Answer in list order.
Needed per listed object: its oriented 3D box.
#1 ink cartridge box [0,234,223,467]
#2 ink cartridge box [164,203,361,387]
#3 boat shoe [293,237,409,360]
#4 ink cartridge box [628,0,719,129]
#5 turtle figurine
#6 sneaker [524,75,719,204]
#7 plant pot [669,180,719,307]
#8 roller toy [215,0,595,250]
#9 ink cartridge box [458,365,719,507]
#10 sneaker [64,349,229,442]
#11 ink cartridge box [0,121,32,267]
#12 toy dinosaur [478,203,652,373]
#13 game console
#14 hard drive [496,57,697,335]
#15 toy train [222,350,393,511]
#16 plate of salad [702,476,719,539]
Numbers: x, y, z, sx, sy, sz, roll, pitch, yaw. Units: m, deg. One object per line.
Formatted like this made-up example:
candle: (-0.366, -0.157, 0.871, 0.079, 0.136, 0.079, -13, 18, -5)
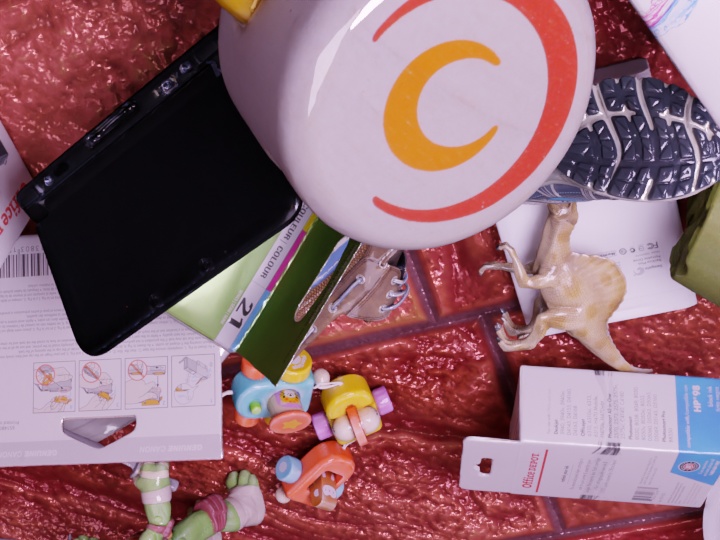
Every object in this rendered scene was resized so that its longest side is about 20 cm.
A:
ink cartridge box: (-0.195, 0.059, 0.938, 0.198, 0.045, 0.178, -3, 84, 10)
ink cartridge box: (-0.073, -0.024, 0.804, 0.075, 0.200, 0.149, 33, 86, -21)
boat shoe: (0.000, 0.000, 0.906, 0.199, 0.072, 0.073, -33, 99, 23)
ink cartridge box: (0.181, -0.202, 0.710, 0.084, 0.145, 0.200, -34, 114, 20)
turtle figurine: (-0.189, 0.203, 1.034, 0.199, 0.193, 0.145, 28, 107, 30)
sneaker: (0.147, -0.080, 0.801, 0.198, 0.086, 0.079, 2, 87, 24)
plant pot: (0.317, -0.017, 0.816, 0.188, 0.200, 0.201, 21, 125, 8)
roller toy: (0.019, -0.117, 0.661, 0.198, 0.140, 0.184, -14, 127, -20)
ink cartridge box: (0.180, 0.131, 0.964, 0.198, 0.067, 0.116, 4, 150, 4)
sneaker: (-0.187, 0.073, 0.998, 0.199, 0.075, 0.089, -29, 100, 22)
ink cartridge box: (-0.322, -0.085, 0.855, 0.083, 0.145, 0.201, -12, 122, 15)
toy dinosaur: (0.150, 0.029, 0.896, 0.100, 0.058, 0.201, -18, 121, 17)
game console: (-0.120, -0.067, 0.815, 0.199, 0.176, 0.117, -32, 105, 25)
hard drive: (0.164, -0.047, 0.893, 0.131, 0.027, 0.201, -12, 122, 15)
toy train: (-0.052, 0.142, 0.995, 0.150, 0.056, 0.200, -40, 135, 16)
plate of salad: (0.372, 0.183, 1.007, 0.198, 0.048, 0.202, -5, 115, -11)
